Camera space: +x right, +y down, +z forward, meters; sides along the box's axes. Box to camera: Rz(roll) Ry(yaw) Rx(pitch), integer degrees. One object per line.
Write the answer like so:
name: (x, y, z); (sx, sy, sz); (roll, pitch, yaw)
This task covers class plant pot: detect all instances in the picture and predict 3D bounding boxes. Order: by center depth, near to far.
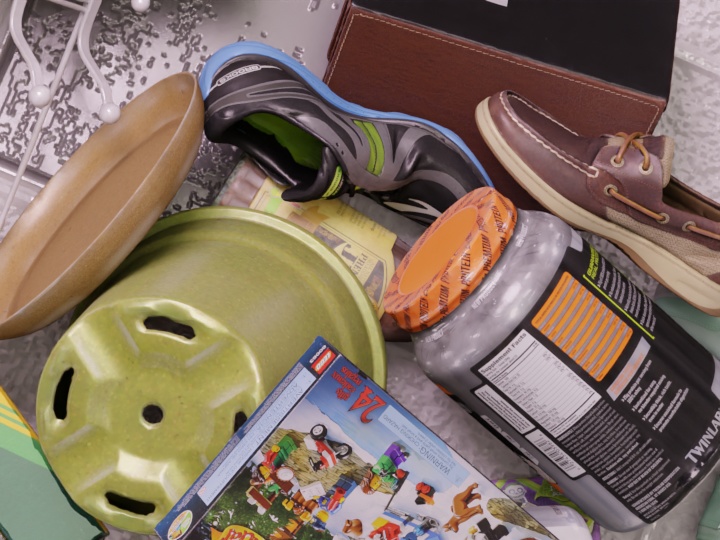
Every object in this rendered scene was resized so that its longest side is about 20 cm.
plant pot: (-0.096, 0.070, 1.453); (0.200, 0.184, 0.201); (1, 96, 9)
plant pot: (-0.156, -0.032, 1.489); (0.027, 0.200, 0.200); (43, 79, -18)

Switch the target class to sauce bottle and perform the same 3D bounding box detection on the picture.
sauce bottle: (0.000, 0.000, 1.566); (0.200, 0.065, 0.065); (31, 80, -2)

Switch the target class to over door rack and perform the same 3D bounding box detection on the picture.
over door rack: (-0.215, -0.092, 1.475); (0.067, 0.148, 0.200); (40, 105, 29)

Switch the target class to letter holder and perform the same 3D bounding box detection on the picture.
letter holder: (0.079, -0.121, 1.585); (0.200, 0.142, 0.101); (16, 49, -5)

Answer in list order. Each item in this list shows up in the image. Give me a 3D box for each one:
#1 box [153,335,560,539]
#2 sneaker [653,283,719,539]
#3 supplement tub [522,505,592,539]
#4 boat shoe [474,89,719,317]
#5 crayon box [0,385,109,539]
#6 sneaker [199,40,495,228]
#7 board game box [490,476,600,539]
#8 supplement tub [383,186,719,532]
box: (0.008, 0.149, 1.373); (0.200, 0.038, 0.137); (41, 88, -25)
sneaker: (0.232, 0.103, 1.576); (0.200, 0.074, 0.118); (46, 73, -3)
supplement tub: (0.035, 0.202, 1.488); (0.199, 0.123, 0.123); (-2, 83, -9)
boat shoe: (0.161, -0.054, 1.515); (0.200, 0.072, 0.072); (36, 114, -8)
crayon box: (-0.226, 0.090, 1.494); (0.052, 0.126, 0.200); (-36, 88, -10)
sneaker: (-0.011, -0.064, 1.533); (0.199, 0.071, 0.083); (25, 47, -18)
board game box: (0.050, 0.190, 1.567); (0.199, 0.032, 0.120); (-3, 86, -8)
supplement tub: (0.117, 0.050, 1.500); (0.200, 0.123, 0.123); (42, 79, -14)
